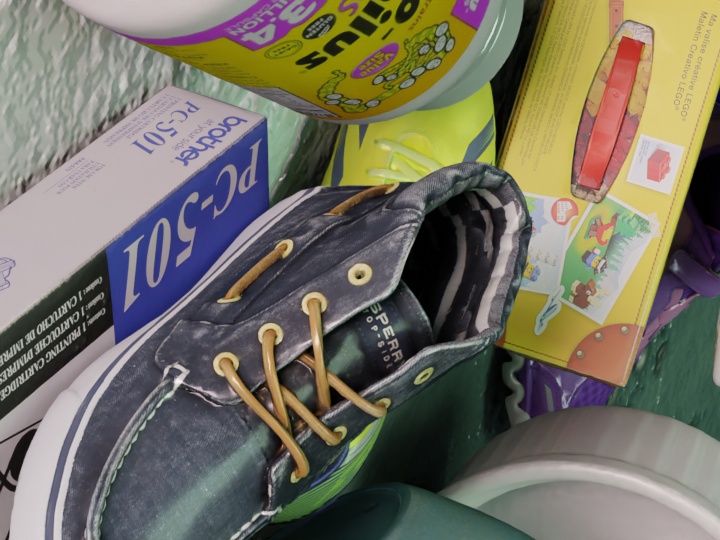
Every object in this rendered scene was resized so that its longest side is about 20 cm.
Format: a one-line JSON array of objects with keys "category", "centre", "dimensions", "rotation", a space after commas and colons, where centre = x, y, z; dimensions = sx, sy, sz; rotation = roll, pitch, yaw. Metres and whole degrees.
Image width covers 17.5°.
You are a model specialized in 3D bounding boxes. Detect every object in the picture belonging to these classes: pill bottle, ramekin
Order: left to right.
[{"category": "pill bottle", "centre": [-0.017, -0.106, 0.736], "dimensions": [0.200, 0.104, 0.105], "rotation": [16, 91, -64]}, {"category": "ramekin", "centre": [0.106, 0.158, 1.037], "dimensions": [0.098, 0.199, 0.202], "rotation": [-50, 149, -64]}]

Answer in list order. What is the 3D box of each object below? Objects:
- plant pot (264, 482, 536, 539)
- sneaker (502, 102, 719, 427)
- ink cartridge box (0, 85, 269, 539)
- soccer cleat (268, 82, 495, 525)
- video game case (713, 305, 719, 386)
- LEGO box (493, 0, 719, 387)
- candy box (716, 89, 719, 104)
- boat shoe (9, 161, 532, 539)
[{"category": "plant pot", "centre": [0.013, 0.163, 0.899], "dimensions": [0.200, 0.199, 0.135], "rotation": [-43, 108, -44]}, {"category": "sneaker", "centre": [0.133, 0.000, 1.109], "dimensions": [0.080, 0.088, 0.202], "rotation": [17, 91, -65]}, {"category": "ink cartridge box", "centre": [-0.098, 0.030, 0.728], "dimensions": [0.200, 0.044, 0.095], "rotation": [-44, 144, -44]}, {"category": "soccer cleat", "centre": [0.001, 0.001, 0.870], "dimensions": [0.084, 0.064, 0.202], "rotation": [40, 71, -80]}, {"category": "video game case", "centre": [0.187, -0.077, 1.027], "dimensions": [0.182, 0.023, 0.202], "rotation": [-58, 153, -59]}, {"category": "LEGO box", "centre": [0.103, -0.058, 0.975], "dimensions": [0.149, 0.077, 0.202], "rotation": [27, 80, -85]}, {"category": "candy box", "centre": [0.261, -0.156, 1.272], "dimensions": [0.200, 0.077, 0.171], "rotation": [-11, 115, -62]}, {"category": "boat shoe", "centre": [-0.024, 0.032, 0.702], "dimensions": [0.071, 0.090, 0.201], "rotation": [55, 44, -20]}]
